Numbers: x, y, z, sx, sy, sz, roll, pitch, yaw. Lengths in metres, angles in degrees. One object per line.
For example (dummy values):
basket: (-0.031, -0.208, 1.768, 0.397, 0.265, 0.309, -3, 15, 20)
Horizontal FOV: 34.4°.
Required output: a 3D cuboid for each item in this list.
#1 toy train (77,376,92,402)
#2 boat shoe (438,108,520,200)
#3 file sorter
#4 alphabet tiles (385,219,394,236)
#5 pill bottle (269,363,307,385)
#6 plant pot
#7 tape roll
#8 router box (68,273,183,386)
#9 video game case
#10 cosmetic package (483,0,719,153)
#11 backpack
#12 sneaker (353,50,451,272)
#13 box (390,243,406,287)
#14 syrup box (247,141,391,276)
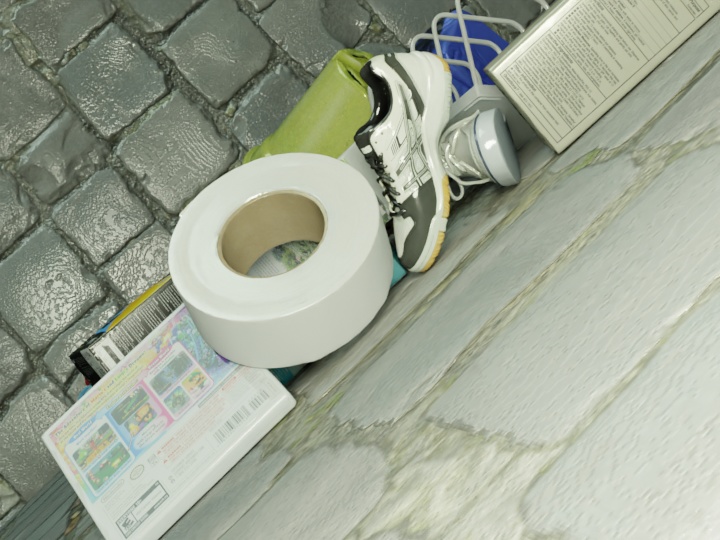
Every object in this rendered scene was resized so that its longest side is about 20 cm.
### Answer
toy train: (-0.307, 0.212, 1.410, 0.116, 0.083, 0.204, -77, -6, -80)
boat shoe: (0.103, -0.112, 1.111, 0.085, 0.076, 0.202, -18, 8, 11)
file sorter: (0.113, -0.196, 1.256, 0.137, 0.126, 0.200, -2, -19, -31)
alphabet tiles: (-0.015, -0.059, 1.318, 0.197, 0.006, 0.167, -9, -28, -20)
pill bottle: (-0.150, 0.110, 1.149, 0.200, 0.111, 0.111, -43, 6, -8)
plant pot: (-0.017, -0.157, 1.414, 0.185, 0.199, 0.201, -57, -2, 28)
tape roll: (-0.072, -0.013, 1.059, 0.202, 0.201, 0.071, -44, -38, -20)
router box: (-0.237, 0.060, 1.265, 0.149, 0.051, 0.200, -42, 8, -20)
video game case: (-0.177, 0.136, 1.051, 0.200, 0.024, 0.182, -43, 46, -7)
cosmetic package: (0.217, -0.211, 1.046, 0.199, 0.104, 0.087, -40, 7, 9)
backpack: (0.104, -0.210, 1.514, 0.199, 0.162, 0.169, -34, 25, 47)
sneaker: (0.032, -0.100, 1.072, 0.086, 0.204, 0.075, 1, -3, -23)
box: (0.000, 0.000, 1.242, 0.082, 0.049, 0.200, -42, 5, 4)
syrup box: (-0.045, -0.042, 1.202, 0.200, 0.079, 0.082, -40, 6, 31)
